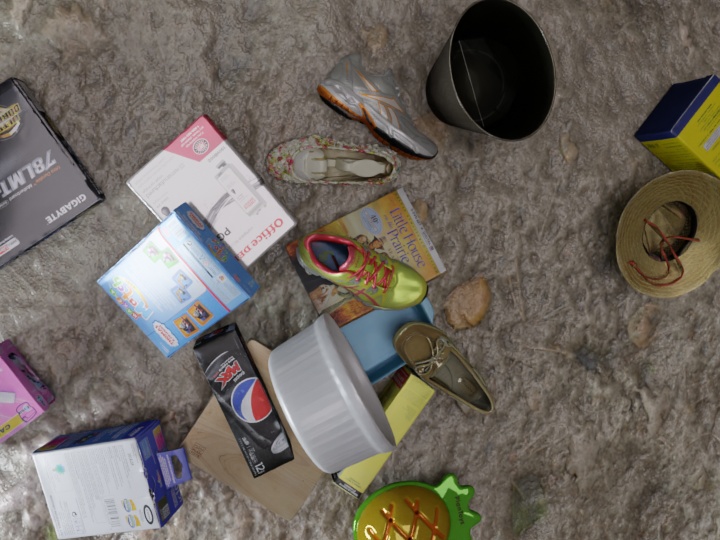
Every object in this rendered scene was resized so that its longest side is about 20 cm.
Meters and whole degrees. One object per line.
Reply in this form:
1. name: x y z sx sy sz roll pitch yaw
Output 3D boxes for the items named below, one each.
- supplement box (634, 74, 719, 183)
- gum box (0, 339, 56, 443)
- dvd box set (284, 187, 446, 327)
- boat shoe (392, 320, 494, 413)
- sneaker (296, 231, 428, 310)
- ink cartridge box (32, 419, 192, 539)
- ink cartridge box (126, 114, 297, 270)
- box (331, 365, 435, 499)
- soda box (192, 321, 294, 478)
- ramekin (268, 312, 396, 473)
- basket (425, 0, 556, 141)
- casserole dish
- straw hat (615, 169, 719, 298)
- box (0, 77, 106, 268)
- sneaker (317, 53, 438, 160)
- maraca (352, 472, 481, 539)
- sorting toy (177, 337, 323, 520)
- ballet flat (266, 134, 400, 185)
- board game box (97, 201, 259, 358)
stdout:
1. supplement box: 0.547 -0.189 1.136 0.200 0.109 0.110 38 90 -11
2. gum box: -0.542 0.197 1.039 0.200 0.066 0.114 -36 99 -3
3. dvd box set: 0.007 -0.015 1.095 0.199 0.029 0.147 -26 81 -5
4. boat shoe: 0.129 0.147 1.108 0.073 0.063 0.201 -45 119 1
5. sneaker: 0.000 0.000 1.031 0.199 0.090 0.079 19 80 2
6. ink cartridge box: -0.341 0.294 1.045 0.199 0.076 0.137 -11 99 15
7. ink cartridge box: -0.204 -0.096 1.048 0.146 0.083 0.200 -42 100 -2
8. box: 0.031 0.242 1.127 0.050 0.075 0.200 36 91 -10
9. soda box: -0.160 0.177 1.021 0.063 0.071 0.201 -25 99 -6
10. ramekin: -0.040 0.166 0.979 0.097 0.200 0.201 -28 100 2
11. basket: 0.166 -0.261 1.025 0.135 0.200 0.181 -21 98 -5
12. casserole dish: 0.019 0.099 1.127 0.199 0.039 0.122 -32 100 -3
13. straw hat: 0.472 -0.066 1.152 0.200 0.085 0.202 -1 109 -2
14. box: -0.494 -0.127 1.021 0.199 0.050 0.199 -33 99 -3
15. sneaker: 0.041 -0.240 1.076 0.199 0.076 0.092 34 86 -12
16. maraca: 0.086 0.385 1.133 0.199 0.107 0.138 -15 98 -7
17. sorting toy: -0.133 0.229 1.102 0.199 0.070 0.199 34 90 -10
18. ballet flat: -0.036 -0.157 1.074 0.199 0.064 0.076 -2 107 -8
19. board game box: -0.255 0.019 1.024 0.200 0.037 0.151 -34 102 32
